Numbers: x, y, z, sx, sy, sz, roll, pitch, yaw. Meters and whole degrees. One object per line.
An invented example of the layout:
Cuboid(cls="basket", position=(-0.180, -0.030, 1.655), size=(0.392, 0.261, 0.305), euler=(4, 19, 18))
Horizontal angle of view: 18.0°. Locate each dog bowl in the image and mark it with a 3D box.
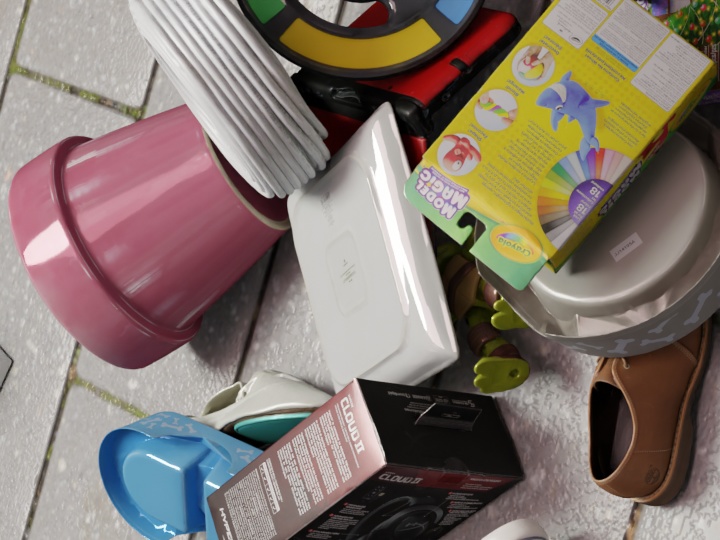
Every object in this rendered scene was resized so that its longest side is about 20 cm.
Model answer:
Cuboid(cls="dog bowl", position=(0.178, -0.030, 1.547), size=(0.200, 0.059, 0.201), euler=(-17, 54, 25))
Cuboid(cls="dog bowl", position=(-0.120, 0.180, 1.824), size=(0.200, 0.050, 0.112), euler=(22, 129, 30))

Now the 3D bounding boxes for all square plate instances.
Cuboid(cls="square plate", position=(0.000, 0.000, 1.708), size=(0.200, 0.028, 0.199), euler=(-38, 65, 61))

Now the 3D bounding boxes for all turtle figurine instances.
Cuboid(cls="turtle figurine", position=(0.081, 0.026, 1.681), size=(0.200, 0.064, 0.161), euler=(-61, 30, 16))

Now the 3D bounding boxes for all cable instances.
Cuboid(cls="cable", position=(-0.101, -0.145, 1.704), size=(0.069, 0.200, 0.200), euler=(-37, 38, -3))

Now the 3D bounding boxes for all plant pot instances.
Cuboid(cls="plant pot", position=(-0.160, -0.046, 1.872), size=(0.179, 0.200, 0.200), euler=(-31, 60, 20))

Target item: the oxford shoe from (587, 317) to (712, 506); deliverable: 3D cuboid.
Cuboid(cls="oxford shoe", position=(0.193, 0.057, 1.559), size=(0.071, 0.071, 0.201), euler=(-7, 74, 47))

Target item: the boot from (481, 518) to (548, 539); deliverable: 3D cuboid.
Cuboid(cls="boot", position=(0.092, 0.275, 1.623), size=(0.090, 0.073, 0.200), euler=(57, 131, 38))

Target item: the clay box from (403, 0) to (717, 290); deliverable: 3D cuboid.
Cuboid(cls="clay box", position=(0.132, -0.091, 1.517), size=(0.115, 0.048, 0.200), euler=(40, 88, 15))

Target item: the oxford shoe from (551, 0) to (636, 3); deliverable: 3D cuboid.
Cuboid(cls="oxford shoe", position=(0.144, -0.218, 1.638), size=(0.200, 0.071, 0.073), euler=(-152, 64, -70))

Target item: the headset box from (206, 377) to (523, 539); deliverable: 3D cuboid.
Cuboid(cls="headset box", position=(0.009, 0.156, 1.672), size=(0.200, 0.149, 0.077), euler=(-41, 56, 34))

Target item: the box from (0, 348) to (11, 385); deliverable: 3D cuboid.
Cuboid(cls="box", position=(-0.457, 0.110, 2.122), size=(0.106, 0.200, 0.153), euler=(41, 110, 42))

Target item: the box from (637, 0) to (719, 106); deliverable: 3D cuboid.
Cuboid(cls="box", position=(0.246, -0.216, 1.579), size=(0.137, 0.039, 0.201), euler=(-7, 78, 47))

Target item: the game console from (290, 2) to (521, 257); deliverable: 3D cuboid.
Cuboid(cls="game console", position=(0.039, -0.112, 1.748), size=(0.172, 0.119, 0.200), euler=(-43, 28, -15))

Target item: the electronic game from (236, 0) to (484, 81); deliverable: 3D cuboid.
Cuboid(cls="electronic game", position=(0.000, -0.238, 1.679), size=(0.199, 0.042, 0.201), euler=(0, 79, 2))

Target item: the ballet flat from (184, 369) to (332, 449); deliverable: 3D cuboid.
Cuboid(cls="ballet flat", position=(-0.087, 0.116, 1.844), size=(0.200, 0.069, 0.070), euler=(-26, 64, 44))
